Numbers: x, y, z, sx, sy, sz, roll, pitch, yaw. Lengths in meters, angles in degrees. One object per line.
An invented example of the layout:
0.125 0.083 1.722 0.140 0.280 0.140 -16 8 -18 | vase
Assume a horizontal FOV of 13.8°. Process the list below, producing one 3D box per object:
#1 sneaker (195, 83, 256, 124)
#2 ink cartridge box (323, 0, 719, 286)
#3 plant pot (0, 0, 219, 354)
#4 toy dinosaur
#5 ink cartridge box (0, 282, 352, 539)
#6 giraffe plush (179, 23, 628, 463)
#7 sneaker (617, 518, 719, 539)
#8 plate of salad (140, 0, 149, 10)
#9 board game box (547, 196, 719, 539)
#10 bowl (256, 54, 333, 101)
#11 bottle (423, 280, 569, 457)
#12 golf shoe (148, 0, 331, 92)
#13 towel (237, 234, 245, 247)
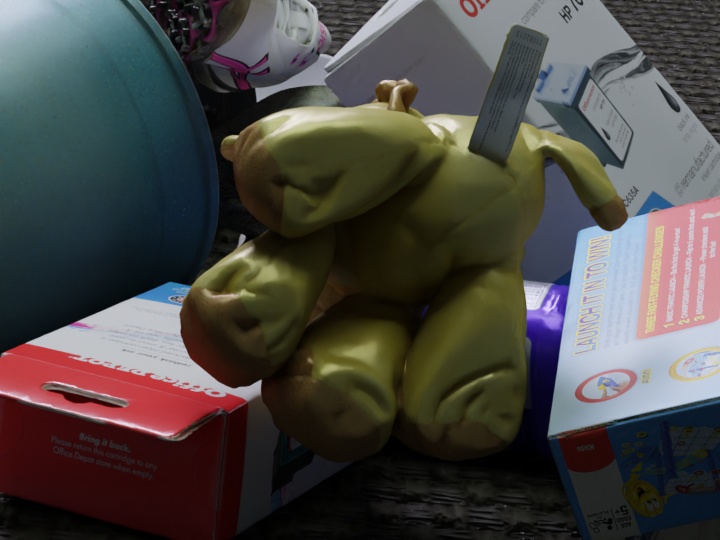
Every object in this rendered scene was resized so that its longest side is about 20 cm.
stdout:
-0.138 -0.085 1.708 0.075 0.107 0.200 28 49 26 | sneaker
0.093 -0.071 1.532 0.086 0.200 0.147 -34 9 33 | ink cartridge box
-0.206 -0.038 1.494 0.199 0.201 0.188 17 35 39 | plant pot
-0.037 -0.054 1.555 0.199 0.103 0.077 -14 22 7 | toy dinosaur
-0.086 0.067 1.341 0.116 0.068 0.200 12 17 23 | ink cartridge box
0.005 -0.022 1.320 0.172 0.200 0.162 36 -4 -17 | giraffe plush
0.144 0.076 1.362 0.088 0.076 0.200 5 15 4 | sneaker
-0.146 -0.154 1.740 0.200 0.200 0.048 -14 68 -49 | plate of salad
0.187 0.026 1.285 0.195 0.056 0.200 -14 24 15 | board game box
-0.104 -0.092 1.904 0.199 0.075 0.200 3 15 -4 | bowl
0.020 0.040 1.440 0.199 0.084 0.065 6 35 19 | bottle
-0.057 -0.135 1.529 0.092 0.073 0.200 2 -4 -10 | golf shoe
0.000 0.000 1.581 0.132 0.035 0.200 -17 21 1 | towel
